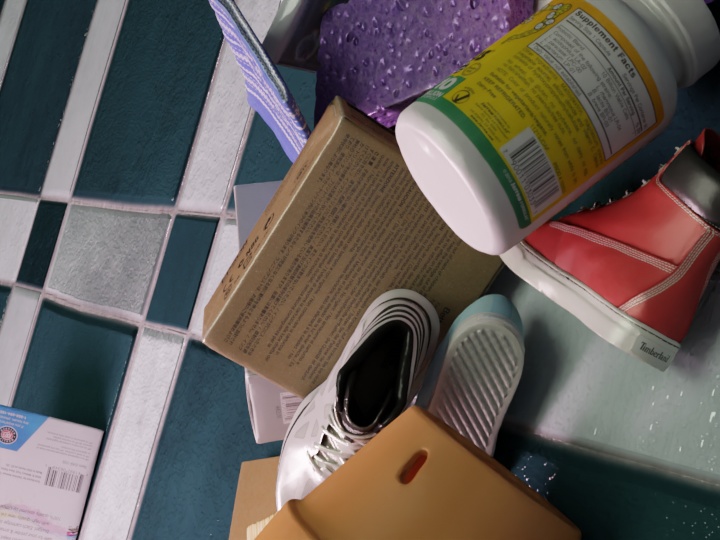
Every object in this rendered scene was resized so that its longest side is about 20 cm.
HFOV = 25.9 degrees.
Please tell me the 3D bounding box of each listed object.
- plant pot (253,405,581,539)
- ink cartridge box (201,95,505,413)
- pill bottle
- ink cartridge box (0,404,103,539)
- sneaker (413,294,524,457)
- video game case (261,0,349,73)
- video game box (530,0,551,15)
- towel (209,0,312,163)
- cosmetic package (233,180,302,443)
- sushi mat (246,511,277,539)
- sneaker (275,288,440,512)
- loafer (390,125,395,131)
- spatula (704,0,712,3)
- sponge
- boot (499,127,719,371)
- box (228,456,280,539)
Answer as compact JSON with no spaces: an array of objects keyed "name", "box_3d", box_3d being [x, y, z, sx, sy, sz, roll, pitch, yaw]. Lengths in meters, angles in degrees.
[{"name":"plant pot","box_3d":[0.048,0.182,1.001,0.140,0.200,0.200,-53,31,1]},{"name":"ink cartridge box","box_3d":[0.000,0.000,1.163,0.201,0.164,0.075,-56,15,13]},{"name":"pill bottle","box_3d":[0.130,-0.110,1.006,0.199,0.113,0.113,-37,28,-10]},{"name":"ink cartridge box","box_3d":[-0.402,0.256,1.762,0.146,0.146,0.202,-1,73,59]},{"name":"sneaker","box_3d":[0.070,0.106,1.130,0.201,0.074,0.082,-63,0,26]},{"name":"video game case","box_3d":[0.020,-0.249,1.290,0.023,0.181,0.201,39,110,31]},{"name":"video game box","box_3d":[0.137,-0.227,1.177,0.200,0.047,0.184,-22,53,60]},{"name":"towel","box_3d":[-0.071,-0.135,1.233,0.024,0.200,0.145,-32,65,-3]},{"name":"cosmetic package","box_3d":[-0.059,0.030,1.321,0.107,0.089,0.201,86,175,-52]},{"name":"sushi mat","box_3d":[-0.065,0.287,1.255,0.096,0.012,0.202,-35,49,46]},{"name":"sneaker","box_3d":[-0.016,0.109,1.091,0.202,0.075,0.115,-64,-6,13]},{"name":"loafer","box_3d":[0.019,-0.130,1.289,0.201,0.069,0.070,109,173,-49]},{"name":"spatula","box_3d":[0.192,-0.186,1.106,0.200,0.020,0.057,-22,49,59]},{"name":"sponge","box_3d":[0.044,-0.172,1.172,0.199,0.030,0.113,-18,61,42]},{"name":"boot","box_3d":[0.172,-0.035,1.021,0.145,0.072,0.200,-61,30,5]},{"name":"box","box_3d":[-0.057,0.232,1.305,0.200,0.021,0.165,-18,59,56]}]
